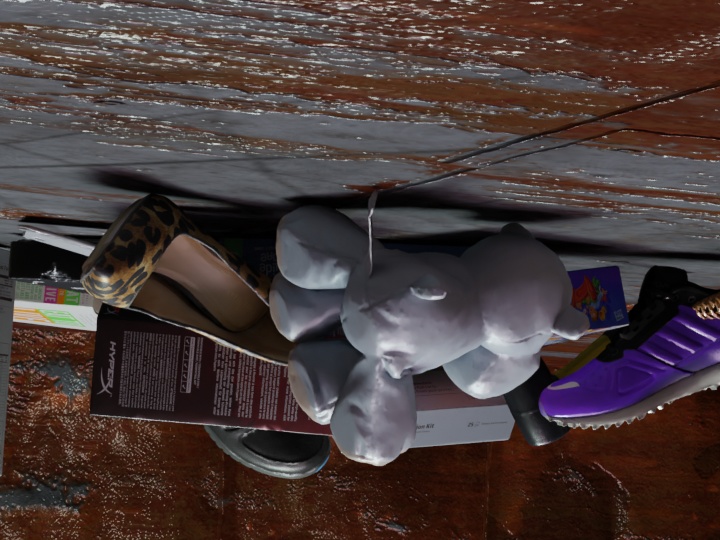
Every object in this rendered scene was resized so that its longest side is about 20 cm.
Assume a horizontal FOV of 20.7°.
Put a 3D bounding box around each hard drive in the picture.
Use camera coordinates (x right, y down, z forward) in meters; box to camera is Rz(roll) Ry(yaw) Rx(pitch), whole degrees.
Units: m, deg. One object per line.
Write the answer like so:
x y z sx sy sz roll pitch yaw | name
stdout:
-0.190 0.001 1.669 0.139 0.038 0.200 2 174 20 | hard drive

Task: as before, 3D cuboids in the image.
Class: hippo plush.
0.046 0.012 1.258 0.161 0.159 0.200 -14 142 -31 | hippo plush

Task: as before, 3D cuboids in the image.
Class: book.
-0.368 0.027 2.115 0.200 0.048 0.134 5 172 7 | book

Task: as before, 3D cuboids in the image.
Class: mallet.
0.184 0.052 1.543 0.200 0.066 0.041 -43 -159 -27 | mallet

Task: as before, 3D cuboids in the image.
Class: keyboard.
-0.162 -0.005 1.504 0.200 0.011 0.056 17 172 -16 | keyboard

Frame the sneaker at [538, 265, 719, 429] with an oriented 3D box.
0.220 0.047 1.464 0.200 0.100 0.070 -19 -171 3 | sneaker

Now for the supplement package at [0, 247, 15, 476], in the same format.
-0.395 0.072 1.681 0.152 0.200 0.151 3 176 13 | supplement package

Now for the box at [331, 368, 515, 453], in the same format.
0.015 0.069 1.603 0.156 0.041 0.200 -1 -148 -28 | box

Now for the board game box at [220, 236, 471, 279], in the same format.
0.000 0.000 1.532 0.200 0.035 0.135 2 175 7 | board game box

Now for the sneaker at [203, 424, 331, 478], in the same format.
-0.101 0.088 1.543 0.200 0.073 0.082 41 159 -5 | sneaker

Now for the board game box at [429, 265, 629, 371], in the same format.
0.084 0.042 1.470 0.134 0.045 0.200 -6 172 -32 | board game box

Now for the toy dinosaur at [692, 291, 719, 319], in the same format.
0.325 0.017 1.346 0.200 0.102 0.136 24 176 46 | toy dinosaur

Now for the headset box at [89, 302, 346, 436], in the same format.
-0.088 0.059 1.425 0.200 0.075 0.149 5 -168 -3 | headset box

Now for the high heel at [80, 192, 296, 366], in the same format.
-0.098 0.019 1.251 0.143 0.071 0.200 40 -170 3 | high heel
